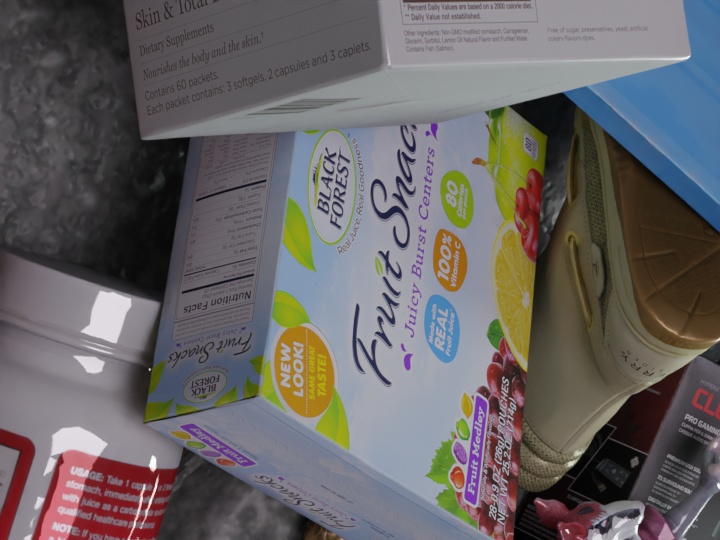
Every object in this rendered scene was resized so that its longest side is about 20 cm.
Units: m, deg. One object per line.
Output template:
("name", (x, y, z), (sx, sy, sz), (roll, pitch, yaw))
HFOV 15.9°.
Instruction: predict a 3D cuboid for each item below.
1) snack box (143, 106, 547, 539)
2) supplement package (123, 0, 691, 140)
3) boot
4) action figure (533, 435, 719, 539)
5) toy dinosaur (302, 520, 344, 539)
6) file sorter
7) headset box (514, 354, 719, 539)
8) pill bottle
("snack box", (0.000, 0.000, 1.066), (0.168, 0.067, 0.201), (35, 51, -41))
("supplement package", (0.006, -0.161, 0.945), (0.150, 0.151, 0.202), (-5, 87, -39))
("boot", (0.104, -0.016, 1.169), (0.072, 0.156, 0.201), (12, 52, -21))
("action figure", (0.136, 0.173, 1.168), (0.149, 0.134, 0.200), (-35, 109, 29))
("toy dinosaur", (-0.025, 0.198, 1.157), (0.101, 0.058, 0.201), (40, 54, -32))
("file sorter", (0.176, -0.144, 1.104), (0.139, 0.123, 0.200), (40, 48, -7))
("headset box", (0.157, 0.129, 1.251), (0.148, 0.077, 0.201), (27, 88, -33))
("pill bottle", (-0.137, 0.098, 1.041), (0.112, 0.112, 0.202), (17, 92, -33))
